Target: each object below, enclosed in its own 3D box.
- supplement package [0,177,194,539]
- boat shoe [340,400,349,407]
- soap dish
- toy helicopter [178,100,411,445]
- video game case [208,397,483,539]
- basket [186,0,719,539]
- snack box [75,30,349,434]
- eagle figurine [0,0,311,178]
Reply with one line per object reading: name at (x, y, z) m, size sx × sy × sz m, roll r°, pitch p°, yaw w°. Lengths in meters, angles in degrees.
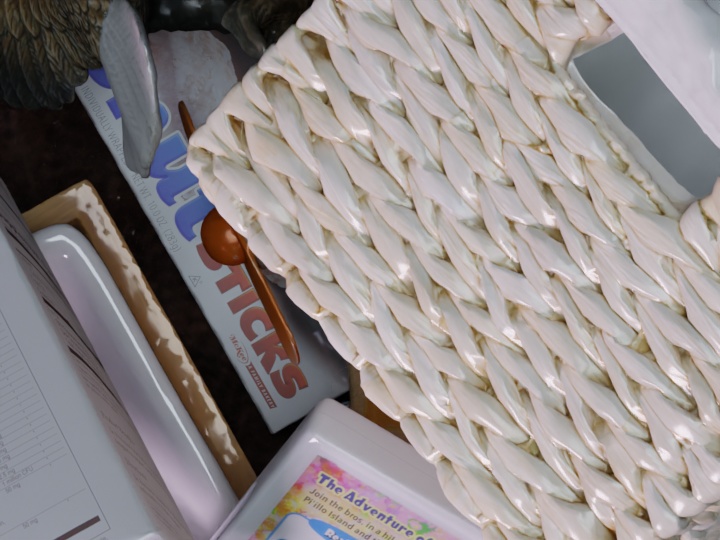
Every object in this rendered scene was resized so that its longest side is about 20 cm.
supplement package at (-0.141, 0.047, 0.860) m, size 0.113 × 0.110 × 0.200 m, roll -29°, pitch 64°, yaw -2°
boat shoe at (0.057, 0.127, 0.985) m, size 0.200 × 0.091 × 0.071 m, roll 38°, pitch 92°, yaw -3°
soap dish at (-0.148, 0.082, 0.985) m, size 0.200 × 0.081 × 0.158 m, roll -30°, pitch 94°, yaw 1°
toy helicopter at (0.000, 0.000, 0.944) m, size 0.132 × 0.079 × 0.201 m, roll -2°, pitch 62°, yaw 1°
video game case at (0.029, 0.149, 0.924) m, size 0.200 × 0.024 × 0.182 m, roll 31°, pitch 132°, yaw -7°
basket at (0.089, -0.023, 0.793) m, size 0.161 × 0.200 × 0.198 m, roll -44°, pitch 76°, yaw 23°
snack box at (-0.053, -0.042, 1.006) m, size 0.072 × 0.024 × 0.200 m, roll -30°, pitch 94°, yaw 0°
eagle figurine at (-0.105, -0.130, 0.922) m, size 0.199 × 0.151 × 0.152 m, roll 21°, pitch 99°, yaw 7°
